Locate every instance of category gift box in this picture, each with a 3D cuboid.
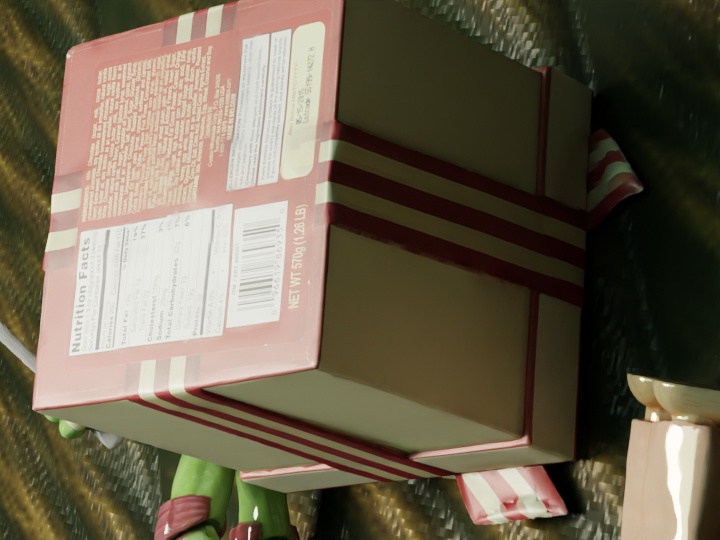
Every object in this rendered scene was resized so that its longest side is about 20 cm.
[{"bbox_3d":[0.000,0.000,1.155,0.199,0.186,0.186,-3,74,40],"label":"gift box"}]

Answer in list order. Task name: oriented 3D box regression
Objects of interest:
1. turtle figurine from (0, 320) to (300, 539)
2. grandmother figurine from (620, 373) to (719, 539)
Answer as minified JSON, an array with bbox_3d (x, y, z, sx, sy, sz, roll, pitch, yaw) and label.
[{"bbox_3d":[-0.090,0.085,1.324,0.144,0.199,0.195,80,-175,-71],"label":"turtle figurine"},{"bbox_3d":[0.110,0.142,1.033,0.121,0.060,0.201,-153,72,-88],"label":"grandmother figurine"}]
